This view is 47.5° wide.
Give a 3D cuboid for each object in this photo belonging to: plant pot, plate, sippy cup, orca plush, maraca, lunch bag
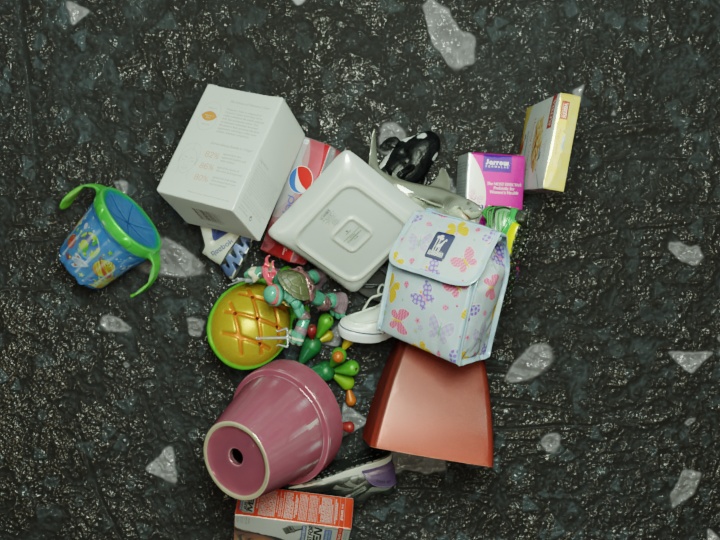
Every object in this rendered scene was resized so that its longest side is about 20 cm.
[{"bbox_3d":[0.116,0.211,1.360,0.194,0.200,0.181,9,83,-3],"label":"plant pot"},{"bbox_3d":[-0.015,-0.065,1.306,0.198,0.033,0.199,34,117,-29],"label":"plate"},{"bbox_3d":[-0.421,-0.043,1.354,0.130,0.139,0.179,-40,56,12],"label":"sippy cup"},{"bbox_3d":[0.053,-0.170,1.385,0.196,0.071,0.107,-22,94,0],"label":"orca plush"},{"bbox_3d":[-0.170,0.076,1.381,0.138,0.107,0.200,49,65,-7],"label":"maraca"},{"bbox_3d":[-0.151,0.269,1.318,0.196,0.178,0.205,8,107,26],"label":"plant pot"},{"bbox_3d":[0.127,0.019,1.252,0.167,0.126,0.205,21,103,35],"label":"lunch bag"}]

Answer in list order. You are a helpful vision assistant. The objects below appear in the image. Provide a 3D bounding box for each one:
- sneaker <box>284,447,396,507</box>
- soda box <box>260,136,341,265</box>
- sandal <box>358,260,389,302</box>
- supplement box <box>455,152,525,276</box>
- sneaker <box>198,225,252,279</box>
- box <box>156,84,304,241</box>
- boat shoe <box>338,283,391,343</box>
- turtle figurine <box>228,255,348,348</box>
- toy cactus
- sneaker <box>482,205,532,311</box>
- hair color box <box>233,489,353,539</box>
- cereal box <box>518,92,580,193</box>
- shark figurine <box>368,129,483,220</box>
[{"bbox_3d":[-0.033,0.377,1.420,0.195,0.076,0.090,-13,100,-1],"label":"sneaker"},{"bbox_3d":[-0.097,-0.116,1.376,0.062,0.070,0.205,20,93,20],"label":"soda box"},{"bbox_3d":[-0.001,0.000,1.408,0.196,0.043,0.078,22,93,-3],"label":"sandal"},{"bbox_3d":[0.213,-0.092,1.381,0.098,0.103,0.206,2,93,-3],"label":"supplement box"},{"bbox_3d":[-0.217,-0.099,1.376,0.113,0.081,0.203,28,94,-6],"label":"sneaker"},{"bbox_3d":[-0.202,-0.173,1.302,0.149,0.107,0.204,15,71,24],"label":"box"},{"bbox_3d":[0.058,0.062,1.372,0.197,0.075,0.088,-6,121,-15],"label":"boat shoe"},{"bbox_3d":[-0.110,0.043,1.319,0.100,0.198,0.152,-37,71,33],"label":"turtle figurine"},{"bbox_3d":[-0.082,0.181,1.402,0.160,0.102,0.206,-4,102,8],"label":"toy cactus"},{"bbox_3d":[0.208,-0.006,1.310,0.084,0.077,0.205,23,102,31],"label":"sneaker"},{"bbox_3d":[-0.115,0.434,1.399,0.194,0.065,0.113,8,131,-1],"label":"hair color box"},{"bbox_3d":[0.298,-0.200,1.327,0.038,0.200,0.148,9,93,-3],"label":"cereal box"},{"bbox_3d":[0.102,-0.142,1.337,0.211,0.128,0.091,27,75,4],"label":"shark figurine"}]
